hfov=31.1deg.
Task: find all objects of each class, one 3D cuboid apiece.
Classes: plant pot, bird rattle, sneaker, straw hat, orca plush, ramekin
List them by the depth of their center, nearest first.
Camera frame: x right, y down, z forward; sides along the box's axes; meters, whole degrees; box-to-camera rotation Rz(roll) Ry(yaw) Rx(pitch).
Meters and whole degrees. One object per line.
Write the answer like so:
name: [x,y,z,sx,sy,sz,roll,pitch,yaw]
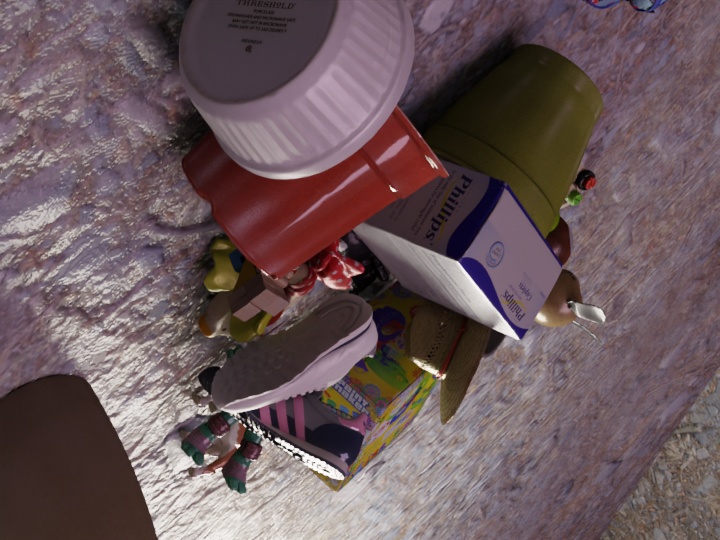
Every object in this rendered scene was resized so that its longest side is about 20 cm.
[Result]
ramekin: [-0.062,-0.186,1.080,0.203,0.202,0.094,-47,144,5]
plant pot: [-0.051,-0.107,1.226,0.195,0.201,0.201,-39,155,5]
plant pot: [-0.301,0.246,1.337,0.186,0.200,0.188,-34,153,-21]
sneaker: [-0.067,0.107,1.398,0.198,0.077,0.081,-27,140,-14]
sneaker: [-0.084,0.150,1.441,0.082,0.199,0.070,-56,173,-19]
bird rattle: [-0.102,0.013,1.456,0.163,0.113,0.199,-42,169,38]
plant pot: [0.184,-0.155,1.532,0.194,0.199,0.201,-53,157,-12]
straw hat: [0.099,0.080,1.584,0.201,0.084,0.203,-158,-90,-86]
orca plush: [0.000,0.000,1.585,0.105,0.071,0.201,-32,152,-25]

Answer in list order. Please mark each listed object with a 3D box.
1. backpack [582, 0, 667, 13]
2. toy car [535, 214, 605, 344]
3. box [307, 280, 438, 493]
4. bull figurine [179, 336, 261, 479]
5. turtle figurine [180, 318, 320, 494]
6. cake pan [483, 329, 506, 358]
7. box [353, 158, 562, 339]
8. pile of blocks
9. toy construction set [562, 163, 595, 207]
backpack: [0.294,-0.370,1.418,0.199,0.135,0.184,-26,148,-30]
toy car: [0.291,0.020,1.911,0.158,0.200,0.165,-41,155,-11]
box: [0.012,0.151,1.714,0.200,0.122,0.194,-37,161,-44]
bull figurine: [-0.154,0.176,1.617,0.120,0.065,0.202,-10,130,-37]
turtle figurine: [-0.112,0.157,1.514,0.200,0.149,0.101,-49,-178,7]
cake pan: [0.187,0.019,1.756,0.201,0.036,0.202,-52,154,-39]
box: [0.102,-0.037,1.472,0.105,0.199,0.184,-56,139,-11]
pile of blocks: [-0.083,-0.039,1.349,0.062,0.081,0.202,36,75,-52]
toy construction set: [0.246,-0.115,1.770,0.131,0.092,0.200,-47,155,2]
